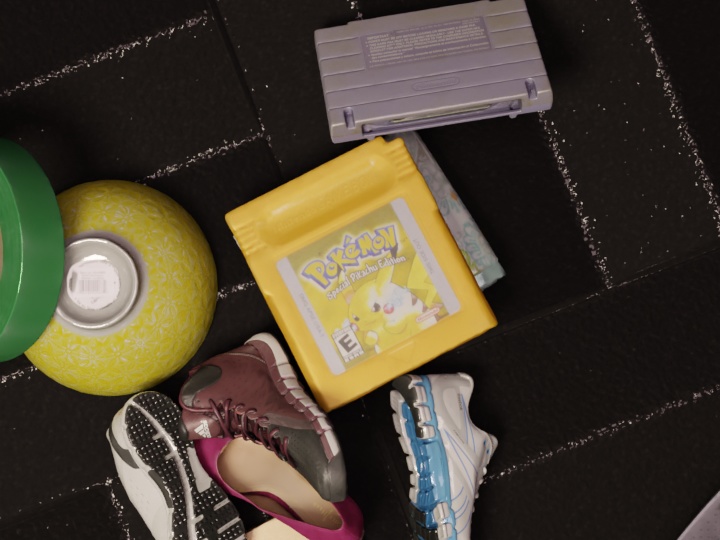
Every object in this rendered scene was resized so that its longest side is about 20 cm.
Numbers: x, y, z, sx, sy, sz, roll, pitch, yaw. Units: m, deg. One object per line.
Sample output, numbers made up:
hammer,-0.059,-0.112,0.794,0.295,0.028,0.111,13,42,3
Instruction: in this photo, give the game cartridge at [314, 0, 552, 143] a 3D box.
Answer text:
game cartridge,0.063,-0.184,1.301,0.200,0.038,0.130,-9,50,-1

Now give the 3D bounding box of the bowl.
bowl,-0.231,0.013,1.280,0.200,0.108,0.201,0,87,0

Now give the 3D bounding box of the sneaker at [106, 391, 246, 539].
sneaker,-0.167,0.207,1.290,0.074,0.080,0.200,-20,86,-35

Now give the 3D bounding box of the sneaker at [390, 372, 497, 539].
sneaker,0.089,0.186,1.296,0.086,0.075,0.200,-10,96,-24

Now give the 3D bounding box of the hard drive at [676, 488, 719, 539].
hard drive,0.374,0.244,1.307,0.135,0.042,0.200,45,87,1

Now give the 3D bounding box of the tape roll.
tape roll,-0.340,-0.018,1.253,0.200,0.048,0.201,2,93,40

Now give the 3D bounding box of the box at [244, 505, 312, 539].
box,-0.050,0.322,1.308,0.163,0.021,0.200,-29,87,-3

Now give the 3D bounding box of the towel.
towel,0.007,-0.014,1.314,0.200,0.048,0.171,-32,89,-2

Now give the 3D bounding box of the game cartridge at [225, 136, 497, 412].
game cartridge,0.000,0.000,1.276,0.176,0.032,0.200,-27,86,-2

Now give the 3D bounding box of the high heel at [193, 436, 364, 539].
high heel,-0.082,0.180,1.266,0.200,0.096,0.068,26,78,13

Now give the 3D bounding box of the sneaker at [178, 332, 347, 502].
sneaker,-0.094,0.142,1.241,0.115,0.200,0.076,-17,130,-18
